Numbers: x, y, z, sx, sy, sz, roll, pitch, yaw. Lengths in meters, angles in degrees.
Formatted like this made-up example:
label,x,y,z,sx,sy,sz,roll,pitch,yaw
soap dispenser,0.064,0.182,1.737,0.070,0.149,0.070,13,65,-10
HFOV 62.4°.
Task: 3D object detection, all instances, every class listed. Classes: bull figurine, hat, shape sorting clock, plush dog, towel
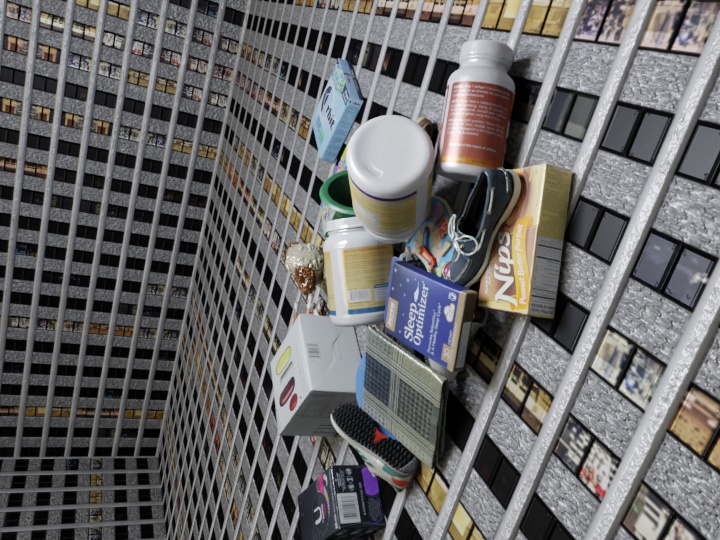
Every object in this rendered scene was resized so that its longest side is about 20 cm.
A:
label,x,y,z,sx,sy,sz,roll,pitch,yaw
bull figurine,-0.130,0.133,1.539,0.199,0.064,0.125,-22,59,58
hat,-0.003,-0.110,1.320,0.201,0.161,0.180,-53,-26,-45
shape sorting clock,0.121,-0.035,1.099,0.199,0.038,0.207,-29,57,58
plush dog,-0.093,-0.011,1.379,0.201,0.167,0.164,53,129,56
towel,0.076,0.215,1.027,0.198,0.034,0.198,33,130,42

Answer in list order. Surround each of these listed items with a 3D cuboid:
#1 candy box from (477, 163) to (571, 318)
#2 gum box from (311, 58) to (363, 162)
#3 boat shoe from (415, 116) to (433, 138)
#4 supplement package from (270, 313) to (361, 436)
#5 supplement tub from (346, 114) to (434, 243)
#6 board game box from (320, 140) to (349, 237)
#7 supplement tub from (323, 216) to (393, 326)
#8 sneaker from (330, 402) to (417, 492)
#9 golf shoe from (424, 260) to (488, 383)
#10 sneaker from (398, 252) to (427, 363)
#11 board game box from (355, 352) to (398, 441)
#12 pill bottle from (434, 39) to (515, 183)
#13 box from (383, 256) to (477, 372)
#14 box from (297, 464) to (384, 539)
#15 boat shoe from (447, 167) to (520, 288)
label,x,y,z,sx,sy,sz,roll,pitch,yaw
candy box,0.233,-0.041,0.854,0.115,0.054,0.207,-175,92,-66
gum box,-0.066,-0.424,1.580,0.202,0.043,0.173,-56,36,40
boat shoe,0.108,-0.193,1.150,0.071,0.072,0.205,22,89,32
supplement package,-0.100,0.242,1.354,0.202,0.143,0.195,-56,36,40
supplement tub,0.052,-0.147,1.012,0.201,0.140,0.150,81,-176,-66
board game box,-0.049,-0.200,1.482,0.137,0.028,0.203,-101,30,-47
supplement tub,0.000,0.000,1.181,0.144,0.141,0.207,-3,93,63
sneaker,0.016,0.337,1.113,0.197,0.070,0.096,31,130,28
golf shoe,0.156,0.087,0.960,0.087,0.075,0.207,12,95,55
sneaker,0.085,0.071,1.064,0.079,0.073,0.207,-176,78,-66
board game box,0.070,0.234,1.107,0.197,0.038,0.163,2,101,47
pill bottle,0.186,-0.249,0.946,0.112,0.109,0.207,16,97,63
box,0.096,0.063,0.946,0.198,0.032,0.125,26,114,50
box,-0.046,0.493,1.221,0.201,0.103,0.125,-55,37,44
boat shoe,0.166,-0.058,0.870,0.076,0.060,0.203,-112,34,-43
